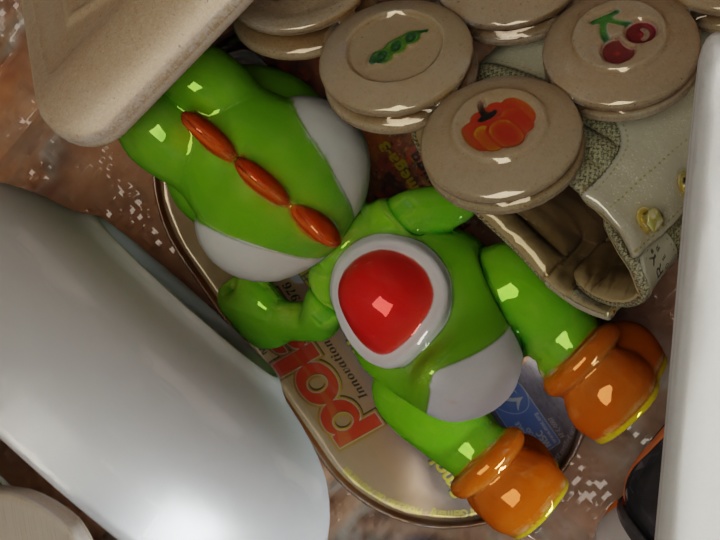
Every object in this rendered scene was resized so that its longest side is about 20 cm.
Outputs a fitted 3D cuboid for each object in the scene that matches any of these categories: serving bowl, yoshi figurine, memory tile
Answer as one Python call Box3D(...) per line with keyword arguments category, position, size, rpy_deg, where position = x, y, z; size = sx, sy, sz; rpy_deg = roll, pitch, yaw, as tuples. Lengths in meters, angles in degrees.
Box3D(category="serving bowl", position=(-0.080, 0.033, 0.815), size=(0.200, 0.200, 0.066), rpy_deg=(42, 91, 6))
Box3D(category="yoshi figurine", position=(0.004, -0.007, 0.815), size=(0.200, 0.113, 0.112), rpy_deg=(41, 148, -8))
Box3D(category="memory tile", position=(0.068, -0.108, 0.769), size=(0.200, 0.017, 0.153), rpy_deg=(-37, 52, -17))

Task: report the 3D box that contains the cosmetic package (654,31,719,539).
Box3D(category="cosmetic package", position=(0.167, 0.045, 0.628), size=(0.166, 0.166, 0.201), rpy_deg=(6, 94, 11))

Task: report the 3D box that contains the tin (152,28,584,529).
Box3D(category="tin", position=(0.006, 0.000, 0.867), size=(0.112, 0.042, 0.201), rpy_deg=(-35, 88, 11))

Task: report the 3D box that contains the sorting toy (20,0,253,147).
Box3D(category="sorting toy", position=(-0.047, -0.149, 0.805), size=(0.185, 0.200, 0.036), rpy_deg=(-44, 124, 15))

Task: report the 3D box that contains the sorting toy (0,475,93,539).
Box3D(category="sorting toy", position=(-0.092, 0.130, 0.782), size=(0.200, 0.180, 0.107), rpy_deg=(48, 62, -16))

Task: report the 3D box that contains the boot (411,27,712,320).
Box3D(category="boot", position=(0.132, -0.038, 0.772), size=(0.199, 0.072, 0.155), rpy_deg=(33, 59, 12))

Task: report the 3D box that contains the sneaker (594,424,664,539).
Box3D(category="sneaker", position=(0.161, 0.105, 0.779), size=(0.200, 0.077, 0.112), rpy_deg=(47, 120, 36))
